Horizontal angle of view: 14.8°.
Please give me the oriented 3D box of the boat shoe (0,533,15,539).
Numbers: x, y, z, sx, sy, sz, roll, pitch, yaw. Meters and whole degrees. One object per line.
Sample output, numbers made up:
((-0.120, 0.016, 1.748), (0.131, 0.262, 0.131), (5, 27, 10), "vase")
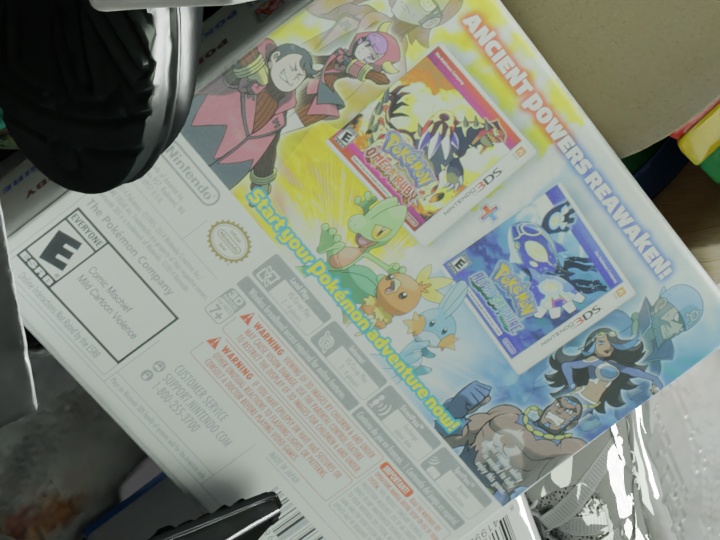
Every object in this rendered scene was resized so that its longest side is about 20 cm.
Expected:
((-0.155, 0.119, 0.949), (0.201, 0.061, 0.072), (30, 87, -42), "boat shoe")

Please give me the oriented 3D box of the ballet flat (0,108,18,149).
((-0.095, -0.138, 0.907), (0.074, 0.074, 0.200), (9, 102, -41), "ballet flat")

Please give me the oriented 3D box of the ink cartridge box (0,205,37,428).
((-0.152, -0.023, 0.790), (0.095, 0.037, 0.200), (-26, 130, -26), "ink cartridge box")

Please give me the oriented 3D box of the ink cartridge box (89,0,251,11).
((0.013, -0.144, 0.785), (0.200, 0.067, 0.117), (-16, 102, -40), "ink cartridge box")

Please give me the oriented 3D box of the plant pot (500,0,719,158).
((0.069, -0.156, 0.954), (0.134, 0.200, 0.200), (32, 86, -24), "plant pot")

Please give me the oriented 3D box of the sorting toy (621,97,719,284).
((0.145, -0.088, 1.019), (0.070, 0.200, 0.199), (45, 66, -18), "sorting toy")

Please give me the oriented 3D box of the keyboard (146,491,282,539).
((-0.112, 0.144, 0.917), (0.127, 0.021, 0.200), (-26, 162, -49), "keyboard")

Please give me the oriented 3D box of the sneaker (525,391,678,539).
((0.076, 0.087, 1.127), (0.082, 0.075, 0.200), (-10, 102, -28), "sneaker")

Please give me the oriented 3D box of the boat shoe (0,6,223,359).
((-0.061, -0.045, 0.957), (0.199, 0.068, 0.074), (-38, 127, -21), "boat shoe")

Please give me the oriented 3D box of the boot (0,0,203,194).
((-0.040, -0.138, 0.842), (0.168, 0.076, 0.200), (-24, 115, -45), "boot")

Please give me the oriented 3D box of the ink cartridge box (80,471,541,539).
((0.001, 0.148, 1.069), (0.146, 0.086, 0.200), (-36, 126, -23), "ink cartridge box")

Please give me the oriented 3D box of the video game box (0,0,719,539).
((0.000, 0.000, 0.911), (0.182, 0.047, 0.200), (-36, 120, 7), "video game box")
